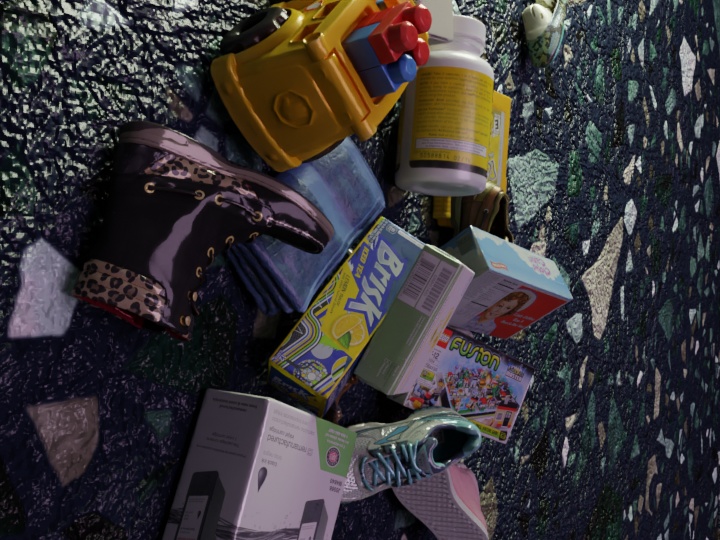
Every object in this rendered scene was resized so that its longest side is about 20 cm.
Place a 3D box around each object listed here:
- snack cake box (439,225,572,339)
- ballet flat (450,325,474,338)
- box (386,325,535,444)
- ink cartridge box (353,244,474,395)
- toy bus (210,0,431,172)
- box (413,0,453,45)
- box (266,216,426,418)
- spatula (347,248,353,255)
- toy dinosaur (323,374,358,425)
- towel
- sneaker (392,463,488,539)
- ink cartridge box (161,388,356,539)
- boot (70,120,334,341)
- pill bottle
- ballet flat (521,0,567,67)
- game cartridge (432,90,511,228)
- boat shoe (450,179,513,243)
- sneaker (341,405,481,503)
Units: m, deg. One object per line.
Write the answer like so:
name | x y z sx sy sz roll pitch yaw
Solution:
snack cake box | 0.166 0.021 1.032 0.200 0.115 0.067 17 44 -46
ballet flat | 0.137 0.128 1.078 0.067 0.062 0.200 -28 114 -52
box | 0.130 0.140 1.009 0.200 0.035 0.110 26 84 -37
ink cartridge box | 0.068 0.055 0.852 0.146 0.048 0.200 -61 163 2
toy bus | -0.006 -0.204 0.736 0.136 0.192 0.200 56 46 -28
box | 0.045 -0.353 0.895 0.078 0.095 0.200 -11 102 -55
box | -0.008 0.044 0.810 0.200 0.070 0.064 -52 171 -28
spatula | 0.000 0.000 0.893 0.057 0.021 0.200 -35 104 -48
toy dinosaur | -0.008 0.099 0.892 0.200 0.060 0.106 -39 139 -60
towel | -0.050 -0.054 0.802 0.200 0.049 0.112 -51 120 -39
sneaker | 0.094 0.265 1.026 0.200 0.075 0.105 56 14 -16
ink cartridge box | -0.095 0.225 0.732 0.145 0.084 0.200 34 64 -50
boot | -0.125 -0.015 0.660 0.200 0.073 0.151 28 71 -32
pill bottle | 0.102 -0.195 0.968 0.111 0.111 0.200 9 85 -55
ballet flat | 0.289 -0.414 1.276 0.074 0.074 0.200 43 56 -47
game cartridge | 0.158 -0.156 1.119 0.176 0.032 0.200 1 90 -55
boat shoe | 0.163 -0.033 1.068 0.072 0.068 0.200 -46 143 -27
sneaker | 0.044 0.200 0.885 0.200 0.086 0.078 -19 97 -26
